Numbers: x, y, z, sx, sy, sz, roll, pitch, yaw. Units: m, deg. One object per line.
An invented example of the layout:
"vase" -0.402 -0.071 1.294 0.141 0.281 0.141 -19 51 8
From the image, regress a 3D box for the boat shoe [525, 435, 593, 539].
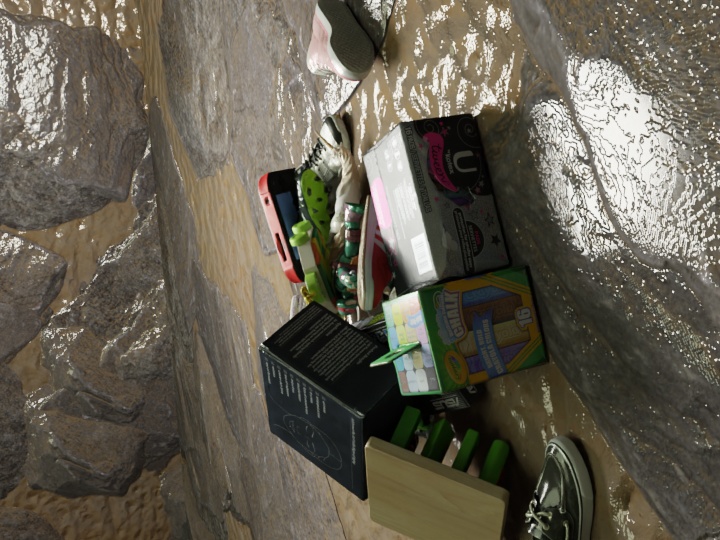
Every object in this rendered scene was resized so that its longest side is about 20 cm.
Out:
"boat shoe" 0.233 0.299 1.048 0.070 0.062 0.205 -159 61 -63

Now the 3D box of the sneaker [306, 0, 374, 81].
"sneaker" -0.034 -0.336 1.396 0.106 0.074 0.202 109 151 -42

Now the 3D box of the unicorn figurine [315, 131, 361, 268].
"unicorn figurine" -0.028 -0.111 1.453 0.139 0.072 0.203 97 164 -52

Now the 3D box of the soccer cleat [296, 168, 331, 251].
"soccer cleat" -0.085 -0.095 1.539 0.080 0.068 0.202 11 142 29

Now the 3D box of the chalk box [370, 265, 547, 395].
"chalk box" 0.106 0.080 1.082 0.124 0.196 0.127 159 99 -66

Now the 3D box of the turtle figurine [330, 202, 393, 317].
"turtle figurine" 0.000 0.000 1.364 0.099 0.149 0.205 12 99 25

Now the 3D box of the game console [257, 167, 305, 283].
"game console" -0.118 -0.085 1.611 0.177 0.031 0.204 -29 -77 -67

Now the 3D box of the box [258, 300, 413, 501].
"box" -0.032 0.188 1.273 0.195 0.123 0.203 32 142 29

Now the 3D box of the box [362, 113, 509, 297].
"box" 0.098 -0.083 1.145 0.132 0.113 0.204 -27 76 65

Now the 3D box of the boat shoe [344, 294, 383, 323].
"boat shoe" 0.006 0.095 1.463 0.060 0.070 0.204 136 133 -55

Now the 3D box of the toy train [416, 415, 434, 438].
"toy train" 0.032 0.238 1.415 0.197 0.042 0.057 2 121 32

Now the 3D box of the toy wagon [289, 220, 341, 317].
"toy wagon" -0.068 0.010 1.415 0.200 0.039 0.158 -94 -17 -72

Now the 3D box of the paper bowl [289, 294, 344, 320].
"paper bowl" -0.073 0.146 1.608 0.201 0.102 0.205 0 -90 -89

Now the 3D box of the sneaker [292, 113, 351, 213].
"sneaker" -0.072 -0.177 1.541 0.076 0.086 0.203 -122 32 -43

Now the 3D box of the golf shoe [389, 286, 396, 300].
"golf shoe" 0.072 0.092 1.359 0.202 0.071 0.093 97 -175 -46

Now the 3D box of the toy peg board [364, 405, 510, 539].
"toy peg board" 0.117 0.296 1.222 0.197 0.098 0.201 18 140 20

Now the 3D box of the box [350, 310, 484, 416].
"box" 0.066 0.134 1.273 0.162 0.044 0.199 55 146 -8

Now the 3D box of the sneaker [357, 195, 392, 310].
"sneaker" 0.054 -0.023 1.229 0.072 0.110 0.203 102 175 -48
